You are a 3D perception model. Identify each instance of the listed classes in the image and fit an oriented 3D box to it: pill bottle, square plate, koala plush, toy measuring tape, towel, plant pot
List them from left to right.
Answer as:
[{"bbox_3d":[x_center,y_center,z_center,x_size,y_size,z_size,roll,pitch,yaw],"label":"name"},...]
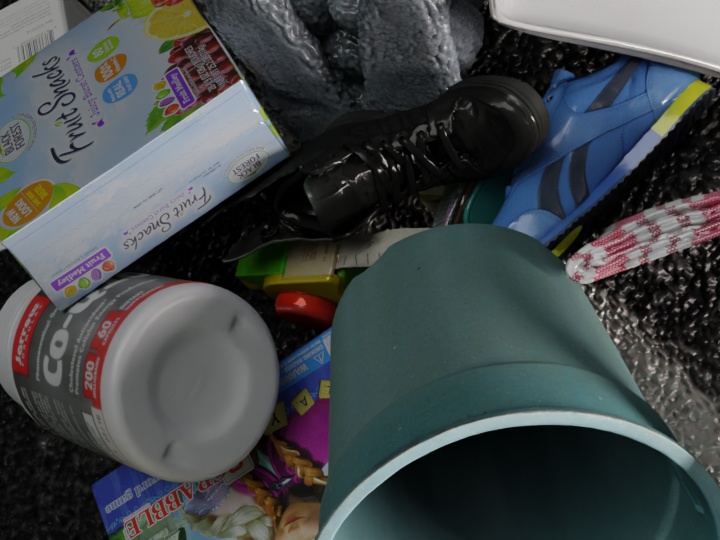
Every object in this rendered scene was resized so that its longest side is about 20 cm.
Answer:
[{"bbox_3d":[-0.147,0.056,0.866,0.199,0.114,0.115,7,71,53],"label":"pill bottle"},{"bbox_3d":[0.000,0.000,0.865,0.199,0.073,0.074,-3,67,45],"label":"toy measuring tape"},{"bbox_3d":[0.030,-0.182,0.908,0.176,0.184,0.201,6,51,30],"label":"koala plush"},{"bbox_3d":[0.063,0.088,0.717,0.199,0.201,0.197,-29,33,12],"label":"plant pot"},{"bbox_3d":[0.160,-0.197,0.837,0.198,0.028,0.199,10,56,-16],"label":"square plate"},{"bbox_3d":[0.209,-0.043,0.757,0.199,0.146,0.030,-21,89,17],"label":"towel"}]

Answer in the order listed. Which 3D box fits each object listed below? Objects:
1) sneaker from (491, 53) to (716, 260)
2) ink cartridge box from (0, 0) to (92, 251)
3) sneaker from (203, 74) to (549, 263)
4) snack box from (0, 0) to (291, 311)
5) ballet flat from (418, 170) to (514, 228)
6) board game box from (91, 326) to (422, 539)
[{"bbox_3d":[0.119,-0.063,0.833,0.078,0.066,0.200,43,81,12],"label":"sneaker"},{"bbox_3d":[-0.238,-0.097,1.032,0.116,0.067,0.201,-23,61,14],"label":"ink cartridge box"},{"bbox_3d":[0.007,-0.054,0.810,0.199,0.060,0.104,-6,29,43],"label":"sneaker"},{"bbox_3d":[-0.152,-0.090,0.880,0.168,0.068,0.200,-33,36,1],"label":"snack box"},{"bbox_3d":[0.058,-0.016,0.866,0.071,0.069,0.201,14,77,45],"label":"ballet flat"},{"bbox_3d":[-0.048,0.167,0.850,0.199,0.041,0.200,-34,60,10],"label":"board game box"}]
